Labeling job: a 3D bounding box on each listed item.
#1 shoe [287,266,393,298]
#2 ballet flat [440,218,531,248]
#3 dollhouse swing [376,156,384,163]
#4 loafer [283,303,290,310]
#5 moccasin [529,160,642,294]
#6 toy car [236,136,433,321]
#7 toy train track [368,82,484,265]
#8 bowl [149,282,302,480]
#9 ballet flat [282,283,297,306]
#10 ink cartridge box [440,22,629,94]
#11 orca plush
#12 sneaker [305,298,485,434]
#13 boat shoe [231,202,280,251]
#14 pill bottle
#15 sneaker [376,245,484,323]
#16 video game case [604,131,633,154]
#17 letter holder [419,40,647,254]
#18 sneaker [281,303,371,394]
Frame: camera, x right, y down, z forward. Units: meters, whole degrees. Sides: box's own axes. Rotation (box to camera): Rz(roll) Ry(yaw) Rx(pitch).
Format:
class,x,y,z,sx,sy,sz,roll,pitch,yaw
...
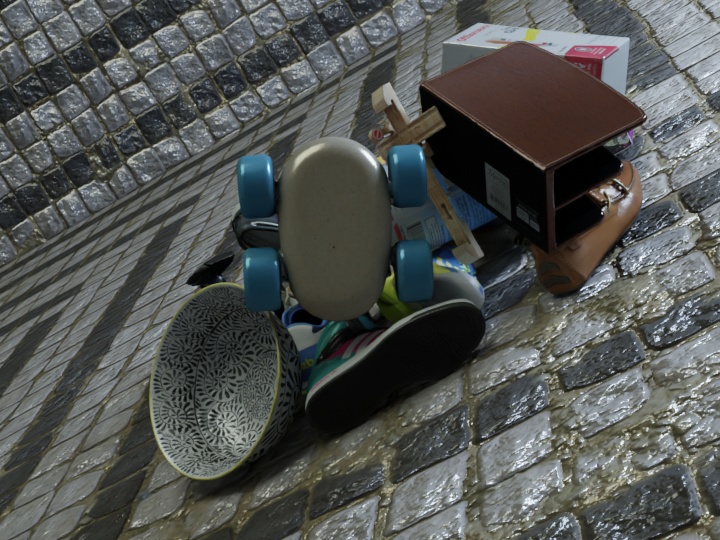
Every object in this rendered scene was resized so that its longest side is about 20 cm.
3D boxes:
class,x,y,z,sx,sy,sz,roll,pitch,yaw
shoe,0.000,0.000,1.489,0.069,0.054,0.198,8,9,44
ballet flat,0.147,-0.042,1.511,0.067,0.047,0.199,-33,10,-27
dollhouse swing,0.093,-0.164,1.676,0.200,0.174,0.184,-54,-17,-62
loafer,-0.165,0.092,1.622,0.198,0.076,0.070,-21,14,34
moccasin,0.228,-0.059,1.326,0.073,0.078,0.201,-12,25,49
toy car,-0.028,-0.036,1.332,0.182,0.180,0.200,-4,-4,-3
toy train track,0.061,-0.094,1.326,0.032,0.202,0.114,-30,1,-34
bowl,-0.122,0.121,1.356,0.199,0.204,0.094,-18,-24,40
ballet flat,-0.079,0.036,1.650,0.069,0.070,0.199,-38,17,-23
ink cartridge box,0.208,-0.237,1.561,0.197,0.085,0.145,9,22,21
orca plush,-0.109,0.061,1.440,0.071,0.202,0.105,20,51,39
sneaker,0.029,0.074,1.306,0.199,0.084,0.121,-31,25,7
boat shoe,-0.073,-0.024,1.652,0.076,0.198,0.061,-60,23,30
pill bottle,0.099,-0.093,1.430,0.198,0.110,0.109,-25,15,-6
sneaker,0.092,0.006,1.396,0.105,0.076,0.199,-37,16,-23
video game case,0.240,-0.140,1.565,0.180,0.036,0.200,-25,7,17
letter holder,0.174,-0.131,1.294,0.141,0.101,0.200,-28,43,-21
sneaker,-0.041,0.060,1.471,0.073,0.083,0.200,-28,15,17
